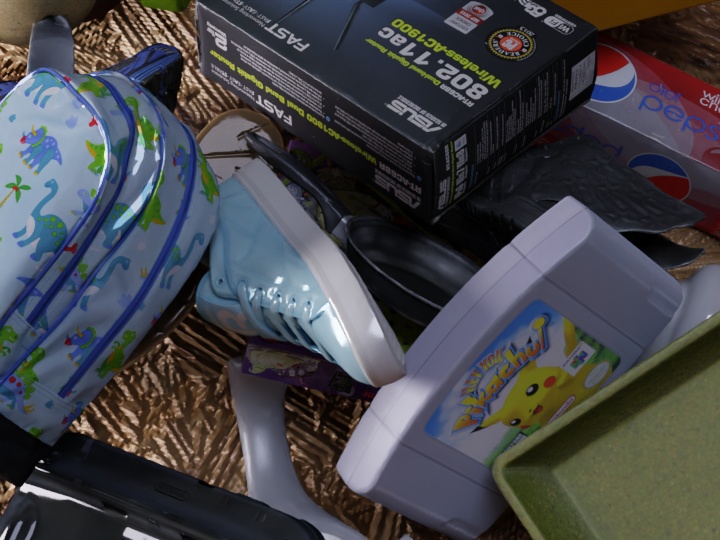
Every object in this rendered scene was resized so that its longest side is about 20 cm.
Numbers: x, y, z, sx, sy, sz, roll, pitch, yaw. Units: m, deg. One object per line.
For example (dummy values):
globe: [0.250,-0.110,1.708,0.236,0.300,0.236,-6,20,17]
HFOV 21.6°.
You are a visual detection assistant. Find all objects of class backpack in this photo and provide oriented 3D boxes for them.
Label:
backpack: [-0.170,-0.014,1.038,0.200,0.154,0.163,-37,45,-5]

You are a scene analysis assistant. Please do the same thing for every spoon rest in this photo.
spoon rest: [-0.036,0.143,1.059,0.099,0.061,0.201,-7,54,-13]

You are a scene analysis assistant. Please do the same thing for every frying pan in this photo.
frying pan: [0.006,-0.012,1.079,0.189,0.031,0.115,27,18,-4]

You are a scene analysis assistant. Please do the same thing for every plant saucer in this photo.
plant saucer: [0.207,0.134,1.063,0.199,0.048,0.200,-34,92,6]

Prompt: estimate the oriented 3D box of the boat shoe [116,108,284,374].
boat shoe: [-0.118,-0.008,1.140,0.072,0.065,0.200,37,77,5]

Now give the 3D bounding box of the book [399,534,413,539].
book: [0.011,0.254,1.018,0.133,0.048,0.200,39,58,14]

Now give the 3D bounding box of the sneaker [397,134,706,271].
sneaker: [0.104,-0.048,1.140,0.104,0.060,0.200,-27,43,-27]

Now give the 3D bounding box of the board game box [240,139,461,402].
board game box: [0.000,0.000,1.143,0.119,0.032,0.200,16,39,-6]

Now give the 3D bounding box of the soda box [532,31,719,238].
soda box: [0.181,-0.098,1.250,0.199,0.064,0.070,27,56,5]

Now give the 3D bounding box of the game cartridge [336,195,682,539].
game cartridge: [0.082,0.058,1.047,0.200,0.133,0.040,-50,46,8]

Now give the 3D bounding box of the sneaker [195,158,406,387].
sneaker: [-0.043,0.017,1.036,0.082,0.074,0.200,-37,37,-3]

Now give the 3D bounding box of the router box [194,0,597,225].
router box: [0.020,-0.132,1.137,0.200,0.062,0.150,34,56,28]

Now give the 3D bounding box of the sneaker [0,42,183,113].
sneaker: [-0.194,-0.094,1.171,0.200,0.075,0.078,-32,67,-28]

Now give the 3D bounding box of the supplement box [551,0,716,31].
supplement box: [0.141,-0.262,1.252,0.196,0.133,0.200,-16,33,-19]

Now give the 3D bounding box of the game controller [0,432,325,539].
game controller: [-0.114,0.157,1.014,0.199,0.042,0.105,17,77,29]

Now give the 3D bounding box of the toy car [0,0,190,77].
toy car: [-0.202,-0.175,1.159,0.163,0.158,0.201,9,53,5]

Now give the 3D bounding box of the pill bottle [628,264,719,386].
pill bottle: [0.234,0.063,1.136,0.199,0.111,0.111,23,58,3]
